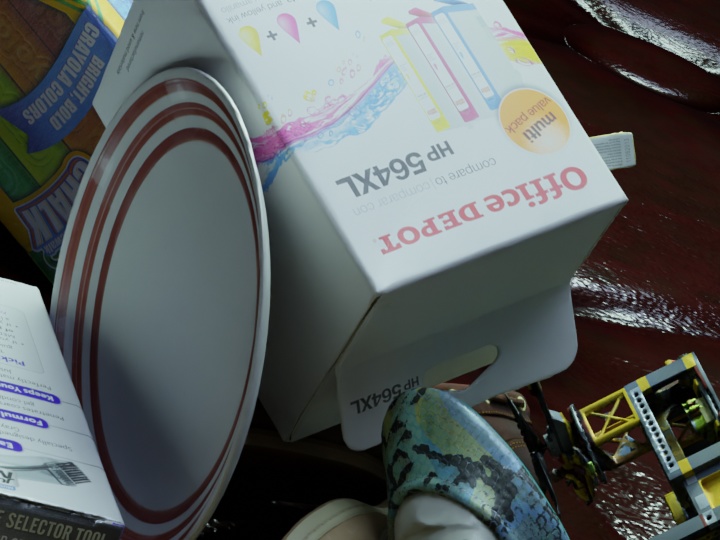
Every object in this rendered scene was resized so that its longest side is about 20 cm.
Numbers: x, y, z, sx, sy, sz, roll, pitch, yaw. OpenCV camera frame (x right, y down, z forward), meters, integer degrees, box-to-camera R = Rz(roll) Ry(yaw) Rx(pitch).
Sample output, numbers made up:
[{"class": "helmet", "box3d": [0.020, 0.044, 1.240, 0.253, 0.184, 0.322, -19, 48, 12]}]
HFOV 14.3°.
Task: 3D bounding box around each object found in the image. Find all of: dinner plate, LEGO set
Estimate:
[{"class": "dinner plate", "box3d": [-0.075, 0.021, 1.120, 0.024, 0.201, 0.200, 6, 25, -29]}, {"class": "LEGO set", "box3d": [0.126, 0.138, 1.192, 0.154, 0.116, 0.200, 59, 7, -51]}]

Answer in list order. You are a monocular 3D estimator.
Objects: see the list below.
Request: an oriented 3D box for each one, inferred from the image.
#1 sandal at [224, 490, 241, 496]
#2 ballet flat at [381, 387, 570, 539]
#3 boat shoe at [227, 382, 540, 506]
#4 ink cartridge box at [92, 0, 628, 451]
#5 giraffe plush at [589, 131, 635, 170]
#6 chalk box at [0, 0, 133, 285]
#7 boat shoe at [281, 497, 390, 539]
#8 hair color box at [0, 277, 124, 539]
[{"class": "sandal", "box3d": [-0.023, 0.063, 1.305, 0.076, 0.043, 0.200, 32, 22, 24]}, {"class": "ballet flat", "box3d": [0.056, 0.137, 1.069, 0.200, 0.074, 0.074, 57, 27, 7]}, {"class": "boat shoe", "box3d": [0.000, 0.068, 1.237, 0.070, 0.071, 0.200, -14, -22, 41]}, {"class": "ink cartridge box", "box3d": [0.003, -0.039, 1.158, 0.128, 0.125, 0.200, -21, 69, -29]}, {"class": "giraffe plush", "box3d": [0.035, -0.065, 1.575, 0.199, 0.173, 0.162, 8, 0, -9]}, {"class": "chalk box", "box3d": [-0.109, -0.074, 1.387, 0.200, 0.124, 0.124, 50, 32, 7]}, {"class": "boat shoe", "box3d": [0.011, 0.130, 1.126, 0.064, 0.071, 0.200, 29, 19, 20]}, {"class": "hair color box", "box3d": [-0.168, 0.062, 1.120, 0.109, 0.065, 0.200, 15, 19, -22]}]
